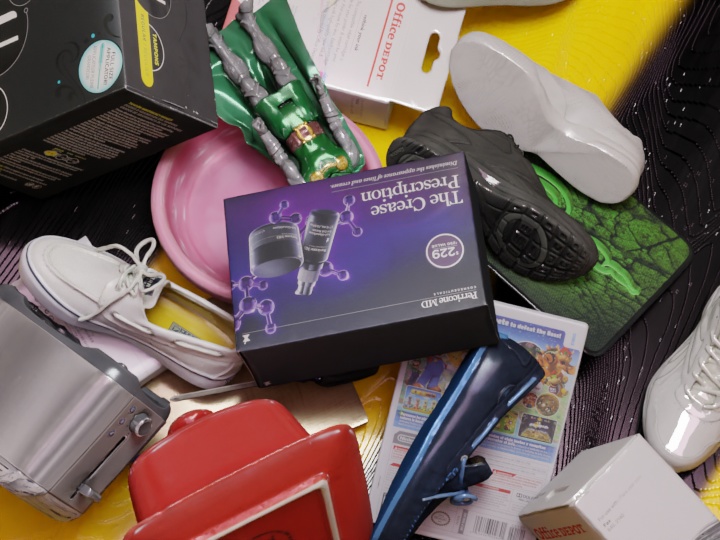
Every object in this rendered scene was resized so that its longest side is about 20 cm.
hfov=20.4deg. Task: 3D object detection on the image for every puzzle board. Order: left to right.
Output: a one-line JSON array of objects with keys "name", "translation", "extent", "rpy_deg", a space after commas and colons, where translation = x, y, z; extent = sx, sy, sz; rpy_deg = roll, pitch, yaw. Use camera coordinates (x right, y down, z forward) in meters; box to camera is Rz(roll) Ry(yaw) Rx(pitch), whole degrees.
[{"name": "puzzle board", "translation": [-0.113, 0.098, 1.679], "extent": [0.199, 0.017, 0.151], "rpy_deg": [-22, 75, -10]}]

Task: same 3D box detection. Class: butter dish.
[{"name": "butter dish", "translation": [-0.107, 0.173, 1.581], "extent": [0.199, 0.200, 0.148], "rpy_deg": [-27, 55, -12]}]

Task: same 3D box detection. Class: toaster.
[{"name": "toaster", "translation": [-0.257, 0.103, 1.571], "extent": [0.200, 0.114, 0.129], "rpy_deg": [32, 80, 29]}]

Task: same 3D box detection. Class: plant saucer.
[{"name": "plant saucer", "translation": [-0.077, -0.054, 1.703], "extent": [0.199, 0.051, 0.202], "rpy_deg": [0, 64, 1]}]

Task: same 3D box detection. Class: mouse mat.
[{"name": "mouse mat", "translation": [0.174, -0.035, 1.724], "extent": [0.200, 0.008, 0.161], "rpy_deg": [41, 59, 10]}]

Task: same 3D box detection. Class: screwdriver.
[{"name": "screwdriver", "translation": [-0.070, 0.085, 1.629], "extent": [0.199, 0.028, 0.029], "rpy_deg": [-4, 64, -33]}]

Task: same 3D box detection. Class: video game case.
[{"name": "video game case", "translation": [0.094, 0.124, 1.639], "extent": [0.142, 0.018, 0.201], "rpy_deg": [14, 96, 1]}]

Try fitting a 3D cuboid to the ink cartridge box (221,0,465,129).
[{"name": "ink cartridge box", "translation": [-0.017, -0.199, 1.756], "extent": [0.199, 0.068, 0.117], "rpy_deg": [16, 73, 3]}]

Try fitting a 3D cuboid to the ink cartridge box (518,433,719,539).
[{"name": "ink cartridge box", "translation": [0.235, 0.233, 1.567], "extent": [0.086, 0.146, 0.200], "rpy_deg": [-42, 91, -16]}]

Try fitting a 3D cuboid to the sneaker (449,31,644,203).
[{"name": "sneaker", "translation": [0.164, -0.144, 1.742], "extent": [0.200, 0.075, 0.089], "rpy_deg": [39, 41, -9]}]

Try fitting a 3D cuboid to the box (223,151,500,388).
[{"name": "box", "translation": [0.000, 0.000, 1.586], "extent": [0.199, 0.079, 0.142], "rpy_deg": [-11, 64, 7]}]

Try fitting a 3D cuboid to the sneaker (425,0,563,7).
[{"name": "sneaker", "translation": [0.142, -0.292, 1.746], "extent": [0.199, 0.107, 0.075], "rpy_deg": [-15, 51, -34]}]

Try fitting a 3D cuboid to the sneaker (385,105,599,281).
[{"name": "sneaker", "translation": [0.121, -0.071, 1.681], "extent": [0.200, 0.076, 0.091], "rpy_deg": [37, 48, -4]}]

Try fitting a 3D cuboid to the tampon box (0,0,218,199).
[{"name": "tampon box", "translation": [-0.238, -0.170, 1.654], "extent": [0.199, 0.126, 0.151], "rpy_deg": [-19, 69, 28]}]

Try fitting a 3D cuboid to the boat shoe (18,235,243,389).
[{"name": "boat shoe", "translation": [-0.176, 0.020, 1.612], "extent": [0.201, 0.086, 0.075], "rpy_deg": [32, 50, -6]}]

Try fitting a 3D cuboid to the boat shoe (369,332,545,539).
[{"name": "boat shoe", "translation": [0.078, 0.147, 1.593], "extent": [0.068, 0.084, 0.201], "rpy_deg": [31, 98, -4]}]

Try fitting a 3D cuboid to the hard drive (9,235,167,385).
[{"name": "hard drive", "translation": [-0.276, 0.080, 1.658], "extent": [0.199, 0.027, 0.132], "rpy_deg": [-33, 76, -7]}]

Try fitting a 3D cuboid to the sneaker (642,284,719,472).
[{"name": "sneaker", "translation": [0.297, 0.073, 1.667], "extent": [0.078, 0.099, 0.201], "rpy_deg": [27, 72, 6]}]

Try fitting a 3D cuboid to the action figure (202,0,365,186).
[{"name": "action figure", "translation": [-0.059, -0.130, 1.675], "extent": [0.118, 0.055, 0.200], "rpy_deg": [-34, 81, -6]}]
